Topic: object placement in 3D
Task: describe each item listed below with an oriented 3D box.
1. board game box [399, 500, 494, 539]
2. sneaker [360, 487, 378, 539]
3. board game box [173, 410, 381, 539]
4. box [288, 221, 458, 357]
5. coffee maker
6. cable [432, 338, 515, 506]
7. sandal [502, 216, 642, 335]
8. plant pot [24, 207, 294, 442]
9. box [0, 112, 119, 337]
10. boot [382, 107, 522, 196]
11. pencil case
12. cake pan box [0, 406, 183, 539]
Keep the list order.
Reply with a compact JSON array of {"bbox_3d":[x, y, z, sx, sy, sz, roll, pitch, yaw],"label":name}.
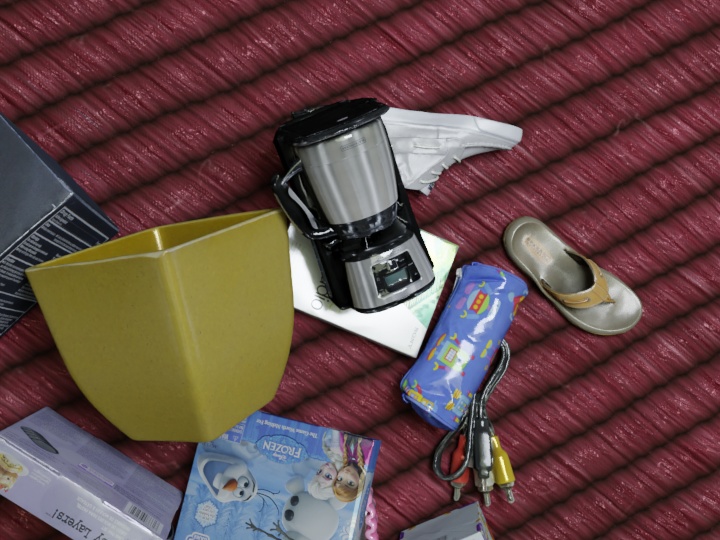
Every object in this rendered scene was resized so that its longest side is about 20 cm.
[{"bbox_3d":[0.128,0.385,0.947,0.104,0.103,0.201,-23,91,7],"label":"board game box"},{"bbox_3d":[-0.024,0.322,0.959,0.094,0.079,0.202,-3,87,3],"label":"sneaker"},{"bbox_3d":[-0.095,0.261,0.916,0.198,0.043,0.201,10,80,15],"label":"board game box"},{"bbox_3d":[0.000,0.000,0.990,0.199,0.036,0.145,22,85,-8],"label":"box"},{"bbox_3d":[-0.003,-0.075,0.905,0.134,0.192,0.201,-15,110,10],"label":"coffee maker"},{"bbox_3d":[0.137,0.179,1.011,0.096,0.050,0.202,0,75,9],"label":"cable"},{"bbox_3d":[0.259,0.009,1.018,0.200,0.054,0.081,40,83,-5],"label":"sandal"},{"bbox_3d":[-0.181,0.062,0.858,0.194,0.194,0.202,-6,102,31],"label":"plant pot"},{"bbox_3d":[-0.375,-0.034,0.850,0.198,0.200,0.123,-42,87,-8],"label":"box"},{"bbox_3d":[0.089,-0.136,0.998,0.198,0.074,0.097,6,93,0],"label":"boot"},{"bbox_3d":[0.117,0.082,0.974,0.086,0.078,0.201,28,79,4],"label":"pencil case"},{"bbox_3d":[-0.277,0.222,0.865,0.199,0.184,0.053,34,88,-6],"label":"cake pan box"}]
